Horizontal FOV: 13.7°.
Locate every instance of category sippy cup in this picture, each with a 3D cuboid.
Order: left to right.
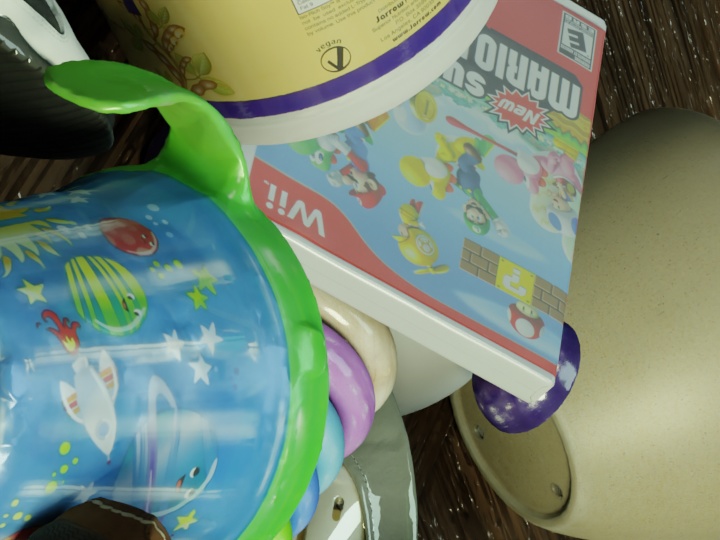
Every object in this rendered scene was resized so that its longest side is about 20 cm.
[{"bbox_3d":[-0.100,0.034,0.905,0.130,0.139,0.179,-1,77,-55],"label":"sippy cup"}]

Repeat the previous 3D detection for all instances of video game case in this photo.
[{"bbox_3d":[0.023,-0.058,1.133,0.143,0.017,0.201,29,45,-17],"label":"video game case"}]

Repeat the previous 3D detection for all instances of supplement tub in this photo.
[{"bbox_3d":[-0.045,-0.158,1.025,0.146,0.145,0.200,-72,147,-41],"label":"supplement tub"}]

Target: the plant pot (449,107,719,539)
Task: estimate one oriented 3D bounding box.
[{"bbox_3d":[0.118,0.044,1.338,0.134,0.200,0.201,-26,114,-26],"label":"plant pot"}]

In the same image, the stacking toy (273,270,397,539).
[{"bbox_3d":[-0.056,0.089,1.047,0.086,0.085,0.200,65,36,-38],"label":"stacking toy"}]

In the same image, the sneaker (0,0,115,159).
[{"bbox_3d":[-0.129,-0.105,0.918,0.200,0.074,0.089,49,45,-53],"label":"sneaker"}]

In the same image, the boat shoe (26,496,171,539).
[{"bbox_3d":[-0.057,0.150,0.899,0.074,0.075,0.201,-37,133,-39],"label":"boat shoe"}]

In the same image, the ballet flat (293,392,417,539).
[{"bbox_3d":[-0.014,0.127,1.144,0.064,0.067,0.201,3,82,-55],"label":"ballet flat"}]

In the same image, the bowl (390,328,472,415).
[{"bbox_3d":[0.024,-0.062,1.249,0.200,0.074,0.200,-70,144,-44],"label":"bowl"}]

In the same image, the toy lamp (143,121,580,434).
[{"bbox_3d":[0.000,0.000,1.146,0.200,0.058,0.058,34,52,-33],"label":"toy lamp"}]
